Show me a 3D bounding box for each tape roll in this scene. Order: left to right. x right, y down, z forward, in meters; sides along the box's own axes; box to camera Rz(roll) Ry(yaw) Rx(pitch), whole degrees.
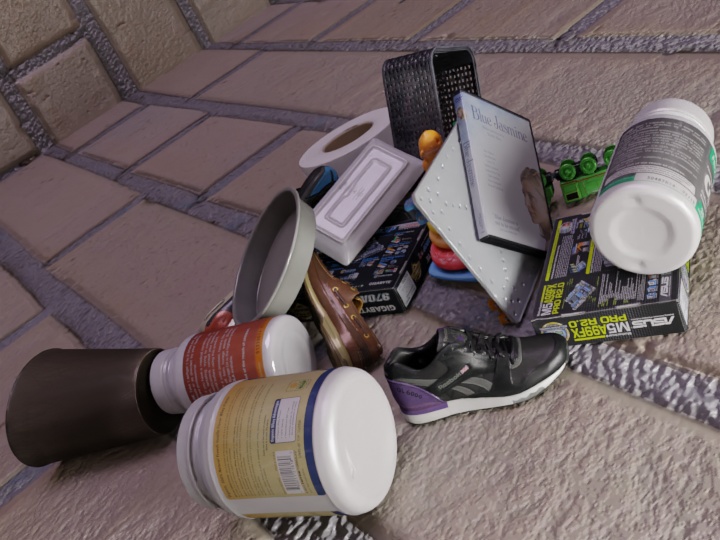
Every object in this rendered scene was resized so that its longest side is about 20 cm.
[{"bbox_3d":[-0.007,-0.208,1.537,0.201,0.071,0.203,-27,21,11],"label":"tape roll"}]

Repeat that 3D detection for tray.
[{"bbox_3d":[-0.001,-0.108,1.257,0.107,0.022,0.201,29,71,29],"label":"tray"}]

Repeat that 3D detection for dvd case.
[{"bbox_3d":[0.182,-0.117,1.080,0.017,0.141,0.203,-28,61,42],"label":"dvd case"}]

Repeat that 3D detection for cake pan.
[{"bbox_3d":[-0.116,-0.013,1.172,0.200,0.036,0.202,-46,33,42],"label":"cake pan"}]

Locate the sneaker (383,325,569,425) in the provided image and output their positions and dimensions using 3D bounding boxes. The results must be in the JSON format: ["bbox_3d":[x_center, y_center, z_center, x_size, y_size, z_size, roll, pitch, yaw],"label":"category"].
[{"bbox_3d":[0.120,0.097,0.925,0.198,0.088,0.076,-20,28,13],"label":"sneaker"}]

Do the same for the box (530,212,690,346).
[{"bbox_3d":[0.288,-0.001,0.987,0.158,0.045,0.201,-12,32,29],"label":"box"}]

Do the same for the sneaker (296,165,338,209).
[{"bbox_3d":[-0.104,-0.093,1.338,0.073,0.082,0.201,-7,-38,-46],"label":"sneaker"}]

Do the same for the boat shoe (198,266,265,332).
[{"bbox_3d":[-0.157,0.032,1.289,0.062,0.072,0.201,19,57,32],"label":"boat shoe"}]

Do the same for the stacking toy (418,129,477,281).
[{"bbox_3d":[0.117,-0.091,1.119,0.109,0.201,0.116,7,43,47],"label":"stacking toy"}]

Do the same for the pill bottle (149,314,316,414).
[{"bbox_3d":[-0.164,0.127,1.102,0.198,0.113,0.113,-12,31,26],"label":"pill bottle"}]

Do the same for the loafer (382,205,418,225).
[{"bbox_3d":[0.014,-0.072,1.339,0.198,0.073,0.063,2,16,35],"label":"loafer"}]

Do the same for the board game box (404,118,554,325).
[{"bbox_3d":[0.151,-0.066,1.058,0.026,0.200,0.201,-27,22,42],"label":"board game box"}]

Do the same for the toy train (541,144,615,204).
[{"bbox_3d":[0.293,-0.123,1.170,0.198,0.057,0.042,-16,15,22],"label":"toy train"}]

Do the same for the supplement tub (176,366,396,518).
[{"bbox_3d":[-0.077,0.181,0.902,0.198,0.145,0.145,-10,32,29],"label":"supplement tub"}]

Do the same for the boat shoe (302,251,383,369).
[{"bbox_3d":[-0.030,0.050,1.126,0.067,0.072,0.201,-20,50,-8],"label":"boat shoe"}]

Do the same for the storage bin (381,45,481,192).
[{"bbox_3d":[0.118,-0.231,1.325,0.093,0.203,0.135,-3,11,37],"label":"storage bin"}]

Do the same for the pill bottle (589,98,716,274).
[{"bbox_3d":[0.325,-0.098,0.949,0.112,0.114,0.201,-6,35,34],"label":"pill bottle"}]

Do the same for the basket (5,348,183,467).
[{"bbox_3d":[-0.347,0.172,1.175,0.197,0.137,0.181,-10,36,22],"label":"basket"}]

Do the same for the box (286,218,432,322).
[{"bbox_3d":[0.000,0.000,1.235,0.198,0.046,0.160,-8,35,33],"label":"box"}]
